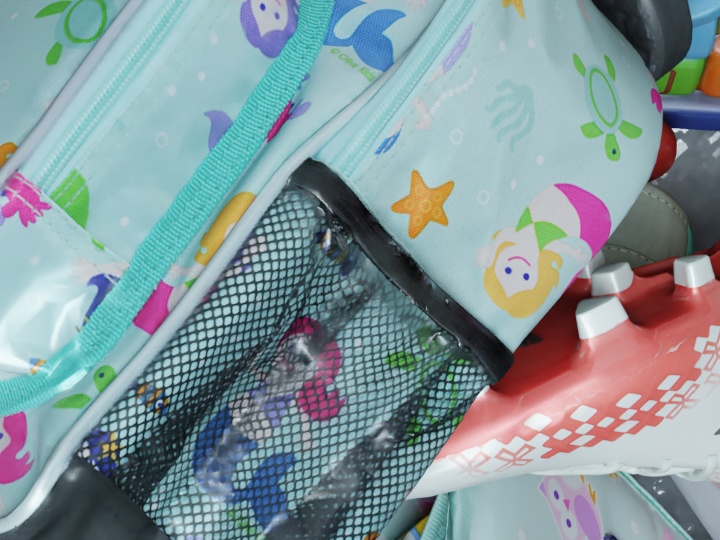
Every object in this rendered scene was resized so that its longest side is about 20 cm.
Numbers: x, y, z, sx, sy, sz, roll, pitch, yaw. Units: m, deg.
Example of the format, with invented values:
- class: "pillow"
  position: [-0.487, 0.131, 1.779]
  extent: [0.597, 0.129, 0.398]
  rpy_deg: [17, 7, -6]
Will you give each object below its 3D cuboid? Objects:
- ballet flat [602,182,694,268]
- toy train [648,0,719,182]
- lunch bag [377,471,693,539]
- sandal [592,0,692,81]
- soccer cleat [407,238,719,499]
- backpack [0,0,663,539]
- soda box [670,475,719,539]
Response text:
- class: "ballet flat"
  position: [0.000, 0.000, 0.763]
  extent: [0.200, 0.064, 0.067]
  rpy_deg: [2, 137, 23]
- class: "toy train"
  position: [0.146, -0.072, 0.716]
  extent: [0.200, 0.116, 0.085]
  rpy_deg: [4, 77, 1]
- class: "lunch bag"
  position: [0.025, 0.137, 0.718]
  extent: [0.170, 0.122, 0.200]
  rpy_deg: [42, 75, -32]
- class: "sandal"
  position: [0.023, -0.070, 0.712]
  extent: [0.045, 0.200, 0.075]
  rpy_deg: [-40, 111, -31]
- class: "soccer cleat"
  position: [0.089, 0.028, 0.667]
  extent: [0.200, 0.069, 0.085]
  rpy_deg: [-23, 107, -25]
- class: "backpack"
  position: [-0.038, -0.015, 0.601]
  extent: [0.200, 0.177, 0.151]
  rpy_deg: [-45, 117, -19]
- class: "soda box"
  position: [0.161, 0.087, 0.757]
  extent: [0.070, 0.063, 0.200]
  rpy_deg: [-38, 96, -28]
